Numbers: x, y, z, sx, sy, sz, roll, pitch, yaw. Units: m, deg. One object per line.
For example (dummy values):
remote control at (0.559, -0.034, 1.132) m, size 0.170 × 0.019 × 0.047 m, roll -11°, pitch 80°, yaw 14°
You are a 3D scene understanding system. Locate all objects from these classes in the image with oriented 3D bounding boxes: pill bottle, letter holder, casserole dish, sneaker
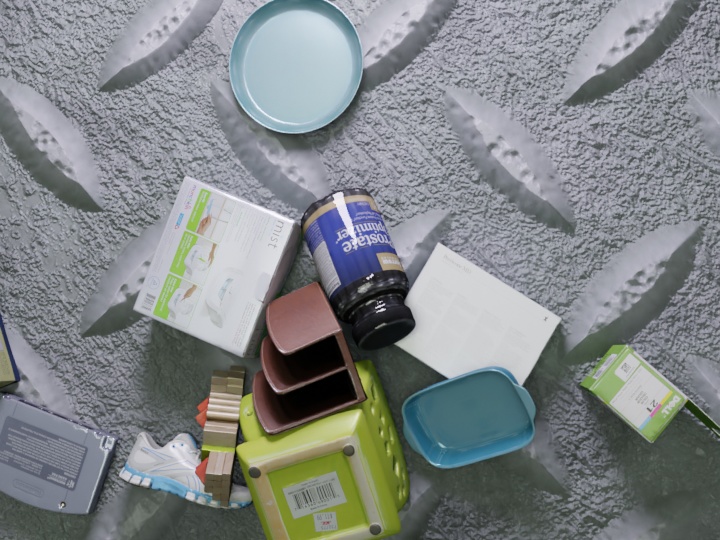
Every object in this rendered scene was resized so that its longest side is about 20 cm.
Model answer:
pill bottle at (0.000, 0.000, 1.403) m, size 0.111 × 0.112 × 0.202 m, roll -25°, pitch 68°, yaw 5°
letter holder at (-0.088, 0.112, 1.348) m, size 0.140 × 0.200 × 0.102 m, roll -21°, pitch 109°, yaw -4°
casserole dish at (0.147, 0.193, 1.391) m, size 0.198 × 0.039 × 0.122 m, roll -23°, pitch 102°, yaw 32°
sneaker at (-0.237, 0.277, 1.459) m, size 0.197 × 0.075 × 0.088 m, roll 15°, pitch 80°, yaw 7°

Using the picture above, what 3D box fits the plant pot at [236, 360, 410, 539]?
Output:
plant pot at (-0.050, 0.257, 1.353) m, size 0.197 × 0.182 × 0.202 m, roll -17°, pitch 103°, yaw 6°

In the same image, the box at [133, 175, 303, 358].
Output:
box at (-0.195, -0.003, 1.458) m, size 0.174 × 0.097 × 0.203 m, roll 21°, pitch 89°, yaw 8°

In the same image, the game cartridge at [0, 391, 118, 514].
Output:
game cartridge at (-0.461, 0.271, 1.505) m, size 0.197 × 0.040 × 0.135 m, roll 20°, pitch 85°, yaw 9°

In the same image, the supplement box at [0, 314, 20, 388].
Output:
supplement box at (-0.622, 0.126, 1.453) m, size 0.197 × 0.200 × 0.136 m, roll -20°, pitch 84°, yaw 6°

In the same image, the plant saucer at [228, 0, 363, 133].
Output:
plant saucer at (-0.092, -0.296, 1.502) m, size 0.196 × 0.027 × 0.204 m, roll -1°, pitch 86°, yaw 7°

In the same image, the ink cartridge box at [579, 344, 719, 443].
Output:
ink cartridge box at (0.388, 0.189, 1.340) m, size 0.200 × 0.148 × 0.076 m, roll 42°, pitch 92°, yaw 8°

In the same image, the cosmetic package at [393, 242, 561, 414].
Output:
cosmetic package at (0.154, 0.079, 1.429) m, size 0.198 × 0.052 × 0.152 m, roll 32°, pitch 93°, yaw 8°

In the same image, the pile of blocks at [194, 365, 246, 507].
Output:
pile of blocks at (-0.199, 0.224, 1.435) m, size 0.061 × 0.083 × 0.202 m, roll 6°, pitch 54°, yaw -3°
